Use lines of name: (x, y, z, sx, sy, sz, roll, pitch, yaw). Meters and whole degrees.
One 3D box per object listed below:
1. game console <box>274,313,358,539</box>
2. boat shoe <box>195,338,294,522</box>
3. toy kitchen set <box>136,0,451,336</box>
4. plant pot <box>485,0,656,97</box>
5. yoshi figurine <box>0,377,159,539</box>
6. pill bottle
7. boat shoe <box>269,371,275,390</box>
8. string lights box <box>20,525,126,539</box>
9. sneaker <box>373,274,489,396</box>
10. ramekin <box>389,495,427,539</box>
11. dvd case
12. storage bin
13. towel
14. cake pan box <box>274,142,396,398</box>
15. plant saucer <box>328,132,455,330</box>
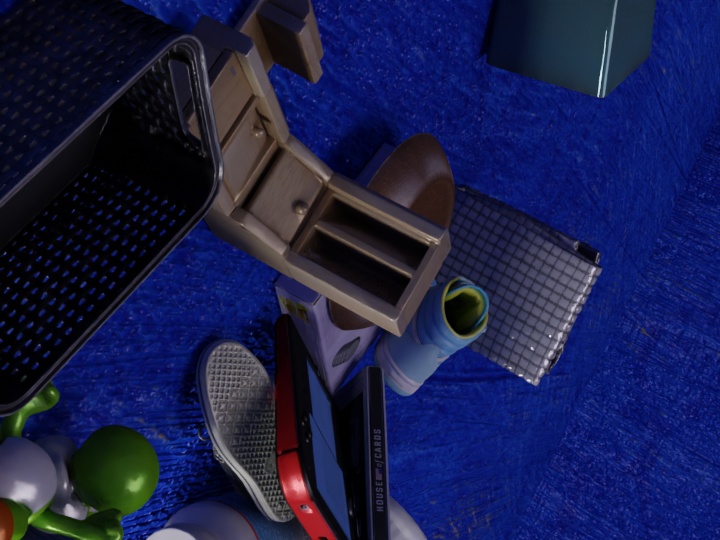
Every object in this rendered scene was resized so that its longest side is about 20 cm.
game console: (-0.038, 0.163, 1.063, 0.201, 0.030, 0.179, 69, 15, -51)
boat shoe: (-0.105, 0.142, 1.024, 0.075, 0.062, 0.202, -43, 131, -28)
toy kitchen set: (-0.018, -0.093, 0.802, 0.165, 0.179, 0.200, -58, 163, -13)
plant pot: (0.231, -0.314, 1.202, 0.141, 0.140, 0.203, -40, 142, -45)
yoshi figurine: (-0.199, 0.132, 0.752, 0.114, 0.111, 0.200, -69, 162, -2)
pill bottle: (-0.123, 0.265, 1.079, 0.110, 0.108, 0.199, -66, 159, 8)
boat shoe: (-0.067, 0.177, 1.161, 0.071, 0.069, 0.202, -47, 154, -34)
string lights box: (-0.215, 0.228, 0.825, 0.060, 0.102, 0.200, -62, 159, -2)
sneaker: (0.088, 0.039, 1.235, 0.130, 0.079, 0.201, -40, -161, 27)
ramekin: (-0.009, 0.350, 1.337, 0.097, 0.199, 0.203, -34, 146, -37)
dvd case: (-0.009, 0.218, 1.179, 0.150, 0.024, 0.203, 133, -39, -57)
storage bin: (-0.173, -0.043, 0.620, 0.200, 0.093, 0.136, -50, 156, -29)
towel: (0.170, 0.013, 1.347, 0.168, 0.198, 0.085, -66, 160, 11)
cake pan box: (0.000, 0.000, 1.140, 0.201, 0.052, 0.185, -54, 159, -23)
plant saucer: (0.039, -0.029, 1.084, 0.201, 0.036, 0.202, -50, 154, -35)
